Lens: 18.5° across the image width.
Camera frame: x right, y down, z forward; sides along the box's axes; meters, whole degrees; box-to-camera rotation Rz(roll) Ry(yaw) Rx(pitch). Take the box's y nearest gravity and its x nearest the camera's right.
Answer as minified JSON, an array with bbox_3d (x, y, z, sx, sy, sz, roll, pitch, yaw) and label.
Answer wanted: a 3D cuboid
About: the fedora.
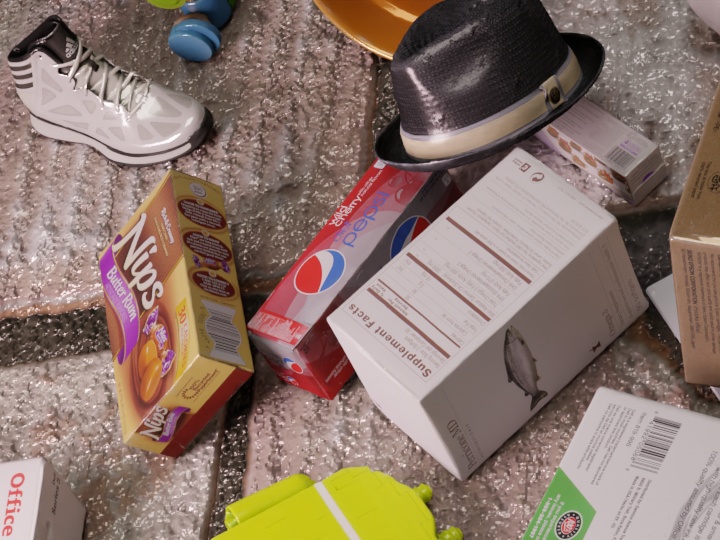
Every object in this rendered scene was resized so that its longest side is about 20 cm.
[{"bbox_3d":[0.087,-0.160,1.713,0.199,0.092,0.201,-21,22,9],"label":"fedora"}]

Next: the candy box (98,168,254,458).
[{"bbox_3d":[-0.147,0.032,1.749,0.117,0.056,0.201,-47,40,34],"label":"candy box"}]

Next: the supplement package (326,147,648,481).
[{"bbox_3d":[0.096,0.032,1.637,0.200,0.117,0.117,-42,51,-11],"label":"supplement package"}]

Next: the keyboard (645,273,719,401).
[{"bbox_3d":[0.275,0.066,1.606,0.056,0.011,0.200,-33,48,4],"label":"keyboard"}]

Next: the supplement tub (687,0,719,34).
[{"bbox_3d":[0.347,-0.289,1.760,0.144,0.145,0.201,7,58,28],"label":"supplement tub"}]

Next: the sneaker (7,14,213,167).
[{"bbox_3d":[-0.230,-0.158,1.928,0.199,0.116,0.076,11,59,30],"label":"sneaker"}]

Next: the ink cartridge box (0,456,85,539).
[{"bbox_3d":[-0.320,0.234,1.683,0.199,0.084,0.146,-10,51,17],"label":"ink cartridge box"}]

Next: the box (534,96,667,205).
[{"bbox_3d":[0.164,-0.121,1.778,0.041,0.039,0.200,-41,49,-12],"label":"box"}]

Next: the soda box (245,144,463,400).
[{"bbox_3d":[0.000,0.000,1.733,0.063,0.070,0.200,20,64,43],"label":"soda box"}]

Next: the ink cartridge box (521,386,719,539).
[{"bbox_3d":[0.227,0.179,1.488,0.199,0.083,0.147,15,61,33],"label":"ink cartridge box"}]

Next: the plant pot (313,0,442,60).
[{"bbox_3d":[0.068,-0.307,1.878,0.199,0.201,0.183,11,44,30],"label":"plant pot"}]

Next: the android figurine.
[{"bbox_3d":[-0.024,0.215,1.582,0.199,0.041,0.182,-27,49,-16],"label":"android figurine"}]

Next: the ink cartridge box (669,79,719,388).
[{"bbox_3d":[0.282,-0.040,1.570,0.075,0.165,0.201,8,54,21],"label":"ink cartridge box"}]

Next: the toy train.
[{"bbox_3d":[-0.166,-0.284,1.945,0.084,0.200,0.116,-2,58,21],"label":"toy train"}]
